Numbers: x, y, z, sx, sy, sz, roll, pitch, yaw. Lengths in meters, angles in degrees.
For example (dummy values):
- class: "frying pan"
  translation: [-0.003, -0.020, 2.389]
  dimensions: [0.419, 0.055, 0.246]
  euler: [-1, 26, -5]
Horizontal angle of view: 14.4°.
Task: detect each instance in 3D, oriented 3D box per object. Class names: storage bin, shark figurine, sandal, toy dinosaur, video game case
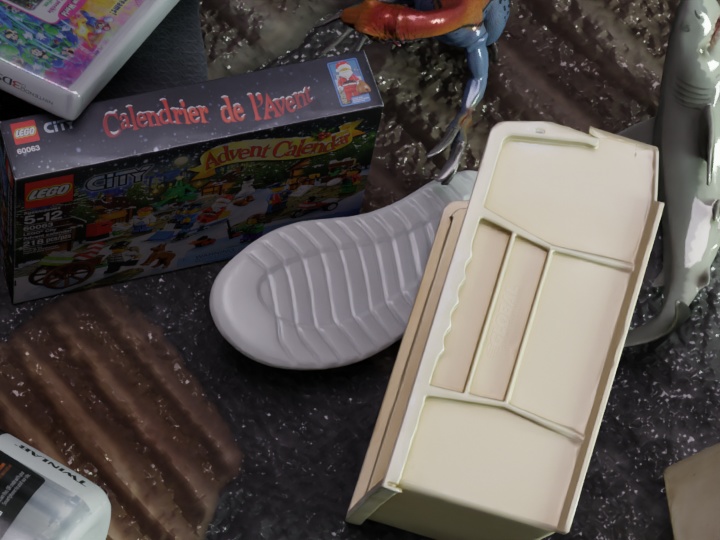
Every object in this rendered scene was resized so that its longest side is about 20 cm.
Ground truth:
- class: "storage bin"
  translation: [0.073, 0.038, 1.440]
  dimensions: [0.093, 0.200, 0.199]
  euler: [17, 79, -1]
- class: "shark figurine"
  translation: [0.169, -0.044, 1.610]
  dimensions: [0.089, 0.128, 0.215]
  euler: [6, 77, 24]
- class: "sandal"
  translation: [-0.123, -0.124, 1.624]
  dimensions: [0.076, 0.043, 0.201]
  euler: [13, 51, -9]
- class: "sandal"
  translation: [0.003, 0.007, 1.565]
  dimensions: [0.202, 0.050, 0.083]
  euler: [-20, 81, -31]
- class: "toy dinosaur"
  translation: [0.039, -0.156, 1.576]
  dimensions: [0.105, 0.181, 0.201]
  euler: [23, 83, 0]
- class: "video game case"
  translation: [-0.189, -0.172, 1.528]
  dimensions: [0.182, 0.024, 0.200]
  euler: [25, 40, 7]

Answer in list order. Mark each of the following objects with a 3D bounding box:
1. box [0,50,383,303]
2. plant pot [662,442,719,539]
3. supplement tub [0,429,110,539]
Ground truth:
- class: "box"
  translation: [-0.094, -0.049, 1.527]
  dimensions: [0.199, 0.137, 0.038]
  euler: [-12, 64, -13]
- class: "plant pot"
  translation: [0.249, 0.144, 1.456]
  dimensions: [0.173, 0.200, 0.201]
  euler: [-9, 63, 5]
- class: "supplement tub"
  translation: [-0.236, 0.118, 1.428]
  dimensions: [0.200, 0.123, 0.123]
  euler: [29, 62, 8]
